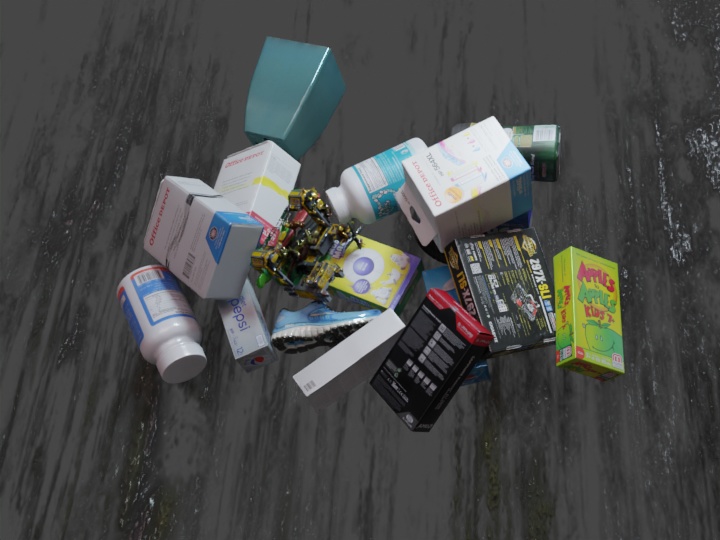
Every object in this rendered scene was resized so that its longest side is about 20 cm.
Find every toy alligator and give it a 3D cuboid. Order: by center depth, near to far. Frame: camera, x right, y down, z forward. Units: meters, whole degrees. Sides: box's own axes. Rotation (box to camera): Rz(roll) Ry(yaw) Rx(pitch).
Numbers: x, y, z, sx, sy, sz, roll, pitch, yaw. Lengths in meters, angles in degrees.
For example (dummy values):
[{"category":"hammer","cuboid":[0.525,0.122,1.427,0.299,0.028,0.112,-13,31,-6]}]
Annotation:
[{"category":"toy alligator","cuboid":[-0.144,-0.048,1.682,0.054,0.059,0.200,26,60,-23]}]

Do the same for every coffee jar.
[{"category":"coffee jar","cuboid":[0.263,-0.215,1.660,0.200,0.104,0.085,4,59,14]}]

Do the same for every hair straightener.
[{"category":"hair straightener","cuboid":[-0.102,-0.052,1.653,0.041,0.077,0.200,-19,30,38]}]

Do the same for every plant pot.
[{"category":"plant pot","cuboid":[-0.140,-0.327,1.788,0.141,0.141,0.200,15,71,19]}]

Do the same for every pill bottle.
[{"category":"pill bottle","cuboid":[-0.347,0.097,1.605,0.112,0.112,0.200,-28,60,-5]},{"category":"pill bottle","cuboid":[0.040,-0.155,1.668,0.200,0.111,0.111,-25,59,-2]}]

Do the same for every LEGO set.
[{"category":"LEGO set","cuboid":[-0.078,-0.041,1.550,0.116,0.154,0.200,7,52,42]}]

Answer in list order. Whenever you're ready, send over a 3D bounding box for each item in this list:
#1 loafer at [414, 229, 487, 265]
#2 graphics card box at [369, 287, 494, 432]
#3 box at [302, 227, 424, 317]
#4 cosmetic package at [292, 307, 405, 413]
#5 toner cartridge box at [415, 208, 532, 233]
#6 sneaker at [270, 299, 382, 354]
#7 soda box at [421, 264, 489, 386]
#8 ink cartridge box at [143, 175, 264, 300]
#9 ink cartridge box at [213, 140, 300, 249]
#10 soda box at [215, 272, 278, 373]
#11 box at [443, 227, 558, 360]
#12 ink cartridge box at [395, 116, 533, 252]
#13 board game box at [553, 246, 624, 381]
[{"category":"loafer","cuboid":[0.194,-0.046,1.604,0.200,0.073,0.071,19,63,9]},{"category":"graphics card box","cuboid":[0.111,0.144,1.454,0.125,0.051,0.200,44,109,38]},{"category":"box","cuboid":[0.000,0.000,1.627,0.200,0.048,0.117,20,67,23]},{"category":"cosmetic package","cuboid":[-0.012,0.151,1.524,0.200,0.083,0.051,-35,58,-9]},{"category":"toner cartridge box","cuboid":[0.202,-0.103,1.615,0.200,0.095,0.043,5,63,15]},{"category":"sneaker","cuboid":[-0.057,0.082,1.575,0.200,0.078,0.090,-6,56,7]},{"category":"soda box","cuboid":[0.160,0.091,1.532,0.068,0.064,0.200,-14,60,4]},{"category":"ink cartridge box","cuboid":[-0.276,-0.059,1.579,0.200,0.084,0.145,35,112,36]},{"category":"ink cartridge box","cuboid":[-0.207,-0.124,1.685,0.145,0.083,0.200,-11,54,42]},{"category":"soda box","cuboid":[-0.210,0.076,1.613,0.063,0.068,0.200,-24,58,0]},{"category":"box","cuboid":[0.240,0.035,1.492,0.160,0.049,0.200,-9,73,-26]},{"category":"ink cartridge box","cuboid":[0.167,-0.136,1.513,0.200,0.125,0.129,-27,61,-4]},{"category":"board game box","cuboid":[0.370,0.070,1.480,0.102,0.048,0.200,18,59,-23]}]
